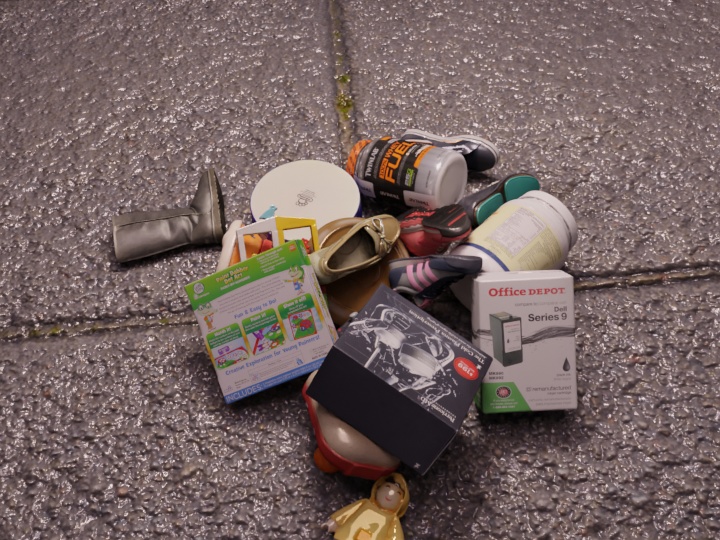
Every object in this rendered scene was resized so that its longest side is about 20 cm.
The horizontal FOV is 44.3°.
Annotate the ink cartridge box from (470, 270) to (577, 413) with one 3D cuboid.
[{"bbox_3d":[0.243,0.104,1.326,0.145,0.084,0.201,-3,95,0],"label":"ink cartridge box"}]

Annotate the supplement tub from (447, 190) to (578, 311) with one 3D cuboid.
[{"bbox_3d":[0.252,-0.027,1.463,0.145,0.145,0.200,36,61,27],"label":"supplement tub"}]

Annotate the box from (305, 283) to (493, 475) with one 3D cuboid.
[{"bbox_3d":[0.058,0.147,1.234,0.199,0.104,0.182,33,36,5],"label":"box"}]

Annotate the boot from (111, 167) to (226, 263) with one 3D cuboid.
[{"bbox_3d":[-0.350,-0.101,1.609,0.199,0.073,0.182,-12,50,2],"label":"boot"}]

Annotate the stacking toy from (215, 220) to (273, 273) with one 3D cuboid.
[{"bbox_3d":[-0.145,0.009,1.489,0.199,0.146,0.147,17,52,-8],"label":"stacking toy"}]

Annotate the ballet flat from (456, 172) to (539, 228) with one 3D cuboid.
[{"bbox_3d":[0.241,-0.132,1.587,0.073,0.073,0.200,37,45,28],"label":"ballet flat"}]

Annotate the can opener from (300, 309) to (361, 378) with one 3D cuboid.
[{"bbox_3d":[-0.016,0.109,1.398,0.200,0.079,0.064,-36,98,-5],"label":"can opener"}]

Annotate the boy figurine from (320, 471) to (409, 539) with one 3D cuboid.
[{"bbox_3d":[0.011,0.366,1.215,0.124,0.065,0.200,29,60,27],"label":"boy figurine"}]

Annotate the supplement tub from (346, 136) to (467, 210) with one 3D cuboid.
[{"bbox_3d":[0.081,-0.171,1.588,0.199,0.123,0.123,16,53,31],"label":"supplement tub"}]

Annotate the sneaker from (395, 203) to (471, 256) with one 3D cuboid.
[{"bbox_3d":[0.130,-0.058,1.474,0.074,0.087,0.200,-32,18,-21],"label":"sneaker"}]

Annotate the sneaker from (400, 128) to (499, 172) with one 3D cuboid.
[{"bbox_3d":[0.157,-0.209,1.657,0.199,0.079,0.080,11,47,25],"label":"sneaker"}]

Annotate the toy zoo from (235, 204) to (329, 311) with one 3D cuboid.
[{"bbox_3d":[-0.126,-0.006,1.413,0.130,0.020,0.201,-8,87,-10],"label":"toy zoo"}]

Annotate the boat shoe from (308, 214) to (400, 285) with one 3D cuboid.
[{"bbox_3d":[0.000,-0.037,1.422,0.200,0.063,0.074,-26,95,-35],"label":"boat shoe"}]

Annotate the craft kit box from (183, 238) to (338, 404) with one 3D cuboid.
[{"bbox_3d":[-0.148,0.079,1.360,0.199,0.049,0.199,-21,88,13],"label":"craft kit box"}]

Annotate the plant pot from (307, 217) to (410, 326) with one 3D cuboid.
[{"bbox_3d":[0.000,0.000,1.475,0.199,0.027,0.201,5,70,-15],"label":"plant pot"}]

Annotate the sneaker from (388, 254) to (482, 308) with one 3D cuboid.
[{"bbox_3d":[0.119,0.017,1.390,0.070,0.200,0.083,1,86,-34],"label":"sneaker"}]

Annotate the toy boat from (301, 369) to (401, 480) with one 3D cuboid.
[{"bbox_3d":[-0.027,0.238,1.284,0.130,0.131,0.200,17,27,-26],"label":"toy boat"}]

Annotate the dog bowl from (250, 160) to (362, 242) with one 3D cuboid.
[{"bbox_3d":[-0.096,-0.102,1.582,0.199,0.079,0.201,-1,51,2],"label":"dog bowl"}]
